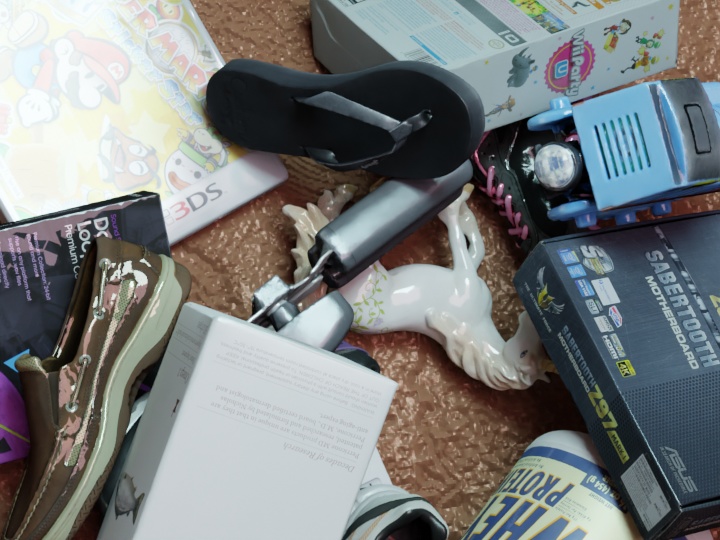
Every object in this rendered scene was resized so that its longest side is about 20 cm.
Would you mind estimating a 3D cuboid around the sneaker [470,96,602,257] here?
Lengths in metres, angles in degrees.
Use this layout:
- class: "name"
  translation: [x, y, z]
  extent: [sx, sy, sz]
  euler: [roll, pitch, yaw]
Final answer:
- class: "sneaker"
  translation: [0.110, -0.059, 1.591]
  extent: [0.095, 0.079, 0.201]
  euler: [0, 72, -13]

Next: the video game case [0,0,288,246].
- class: "video game case"
  translation: [-0.169, -0.104, 1.523]
  extent: [0.182, 0.023, 0.200]
  euler: [-30, 90, -22]

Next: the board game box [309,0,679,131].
- class: "board game box"
  translation: [0.088, -0.162, 1.558]
  extent: [0.199, 0.148, 0.064]
  euler: [-21, 131, -21]

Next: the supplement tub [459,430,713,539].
- class: "supplement tub"
  translation: [0.116, 0.217, 1.493]
  extent: [0.145, 0.145, 0.200]
  euler: [42, 69, -7]

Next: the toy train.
- class: "toy train"
  translation: [0.190, -0.078, 1.513]
  extent: [0.200, 0.114, 0.087]
  euler: [-9, 85, -56]

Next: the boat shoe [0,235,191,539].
- class: "boat shoe"
  translation: [-0.177, 0.074, 1.418]
  extent: [0.075, 0.075, 0.203]
  euler: [29, 74, -21]

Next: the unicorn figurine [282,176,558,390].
- class: "unicorn figurine"
  translation: [0.048, 0.011, 1.558]
  extent: [0.199, 0.074, 0.138]
  euler: [-1, 80, -3]

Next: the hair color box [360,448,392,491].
- class: "hair color box"
  translation: [-0.067, 0.186, 1.481]
  extent: [0.200, 0.061, 0.099]
  euler: [-24, 89, -21]

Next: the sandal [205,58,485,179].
- class: "sandal"
  translation: [-0.013, -0.089, 1.475]
  extent: [0.043, 0.200, 0.076]
  euler: [-46, 131, -46]

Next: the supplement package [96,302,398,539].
- class: "supplement package"
  translation: [-0.076, 0.133, 1.369]
  extent: [0.117, 0.117, 0.201]
  euler: [20, 88, -14]

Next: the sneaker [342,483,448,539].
- class: "sneaker"
  translation: [-0.007, 0.221, 1.424]
  extent: [0.074, 0.080, 0.201]
  euler: [25, 77, -18]

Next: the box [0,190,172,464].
- class: "box"
  translation: [-0.205, 0.041, 1.457]
  extent: [0.199, 0.036, 0.144]
  euler: [-15, 100, -23]

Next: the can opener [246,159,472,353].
- class: "can opener"
  translation: [0.000, 0.000, 1.483]
  extent: [0.200, 0.053, 0.067]
  euler: [-37, 81, -22]

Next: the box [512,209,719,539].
- class: "box"
  translation: [0.207, 0.063, 1.487]
  extent: [0.157, 0.051, 0.200]
  euler: [-8, 61, -32]

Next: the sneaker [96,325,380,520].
- class: "sneaker"
  translation: [-0.072, 0.097, 1.456]
  extent: [0.200, 0.087, 0.076]
  euler: [-37, 125, -31]
